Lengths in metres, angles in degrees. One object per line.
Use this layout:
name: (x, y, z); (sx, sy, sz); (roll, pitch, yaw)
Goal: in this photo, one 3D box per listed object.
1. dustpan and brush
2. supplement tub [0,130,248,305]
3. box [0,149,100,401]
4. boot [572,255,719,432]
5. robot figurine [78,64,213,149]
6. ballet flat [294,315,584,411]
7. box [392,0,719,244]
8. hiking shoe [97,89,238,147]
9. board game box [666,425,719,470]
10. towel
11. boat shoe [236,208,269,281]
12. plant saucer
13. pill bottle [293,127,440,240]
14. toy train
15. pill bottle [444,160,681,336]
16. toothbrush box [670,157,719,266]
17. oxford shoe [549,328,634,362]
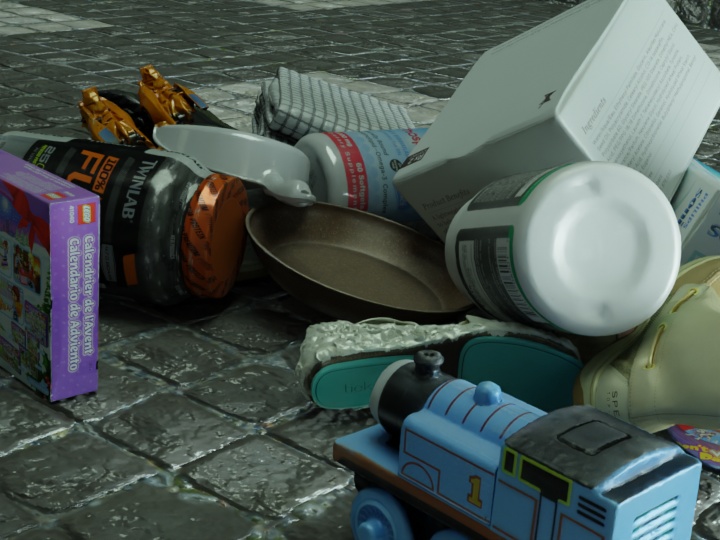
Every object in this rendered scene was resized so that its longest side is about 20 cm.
dustpan and brush: (-0.082, -0.080, 1.050); (0.139, 0.057, 0.200); (16, -6, -30)
supplement tub: (-0.198, -0.040, 1.008); (0.200, 0.123, 0.123); (8, 19, 13)
box: (-0.248, -0.009, 0.884); (0.039, 0.137, 0.200); (-13, 26, -40)
boot: (0.249, 0.046, 0.821); (0.155, 0.073, 0.200); (-9, 18, 48)
robot figurine: (-0.202, -0.133, 1.299); (0.145, 0.058, 0.200); (-27, 47, -24)
ballet flat: (0.054, 0.055, 0.855); (0.200, 0.072, 0.072); (2, 19, -11)
box: (0.168, -0.115, 1.069); (0.199, 0.131, 0.200); (-19, 29, 50)
hiking shoe: (-0.216, -0.154, 1.436); (0.200, 0.076, 0.101); (22, 16, 20)
board game box: (0.305, 0.095, 0.848); (0.200, 0.039, 0.158); (10, 20, 18)
towel: (-0.031, -0.138, 1.339); (0.165, 0.086, 0.200); (17, 18, -12)
boat shoe: (-0.148, -0.050, 1.128); (0.074, 0.069, 0.200); (-14, 26, -43)
plant saucer: (0.000, 0.000, 1.022); (0.200, 0.037, 0.200); (17, 20, -6)
pill bottle: (0.038, -0.079, 1.193); (0.200, 0.109, 0.109); (-6, 22, -28)
toy train: (0.072, 0.113, 0.633); (0.087, 0.114, 0.200); (-12, 25, -40)
pill bottle: (0.131, -0.015, 0.889); (0.113, 0.113, 0.200); (0, 1, -12)
toothbrush box: (0.301, -0.029, 1.067); (0.146, 0.085, 0.200); (27, 14, -14)
oxford shoe: (0.182, 0.016, 1.012); (0.074, 0.071, 0.200); (1, 17, 7)
